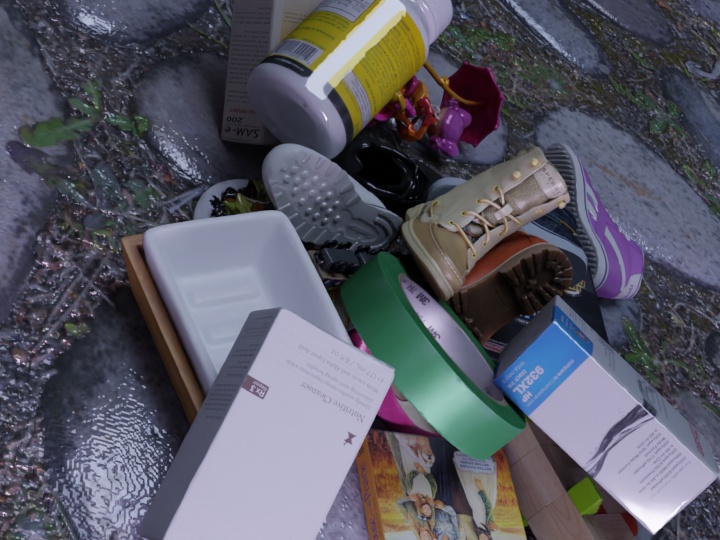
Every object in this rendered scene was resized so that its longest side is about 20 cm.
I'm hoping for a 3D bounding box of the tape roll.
[{"bbox_3d":[0.065,0.074,1.351,0.200,0.048,0.200,48,11,-12],"label":"tape roll"}]

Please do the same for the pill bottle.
[{"bbox_3d":[-0.006,-0.210,1.484,0.114,0.114,0.200,42,66,1],"label":"pill bottle"}]

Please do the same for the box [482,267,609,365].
[{"bbox_3d":[0.170,0.050,1.609,0.200,0.050,0.199,20,40,-26],"label":"box"}]

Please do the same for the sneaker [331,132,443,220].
[{"bbox_3d":[0.031,-0.090,1.561,0.200,0.076,0.091,17,-2,-44],"label":"sneaker"}]

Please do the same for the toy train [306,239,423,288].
[{"bbox_3d":[0.000,0.000,1.434,0.034,0.046,0.200,62,21,17],"label":"toy train"}]

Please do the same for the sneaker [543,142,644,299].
[{"bbox_3d":[0.270,-0.052,1.796,0.114,0.073,0.201,14,54,-39],"label":"sneaker"}]

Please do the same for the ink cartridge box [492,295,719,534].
[{"bbox_3d":[0.223,0.129,1.406,0.200,0.084,0.145,44,11,1],"label":"ink cartridge box"}]

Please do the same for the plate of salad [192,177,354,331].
[{"bbox_3d":[-0.066,-0.016,1.457,0.200,0.048,0.200,24,39,-22],"label":"plate of salad"}]

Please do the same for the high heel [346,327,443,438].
[{"bbox_3d":[0.052,0.109,1.392,0.200,0.096,0.067,25,38,-21],"label":"high heel"}]

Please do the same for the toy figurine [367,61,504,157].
[{"bbox_3d":[0.078,-0.198,1.735,0.184,0.150,0.200,36,57,-24],"label":"toy figurine"}]

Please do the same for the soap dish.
[{"bbox_3d":[-0.101,0.049,1.303,0.157,0.081,0.200,-10,59,-31],"label":"soap dish"}]

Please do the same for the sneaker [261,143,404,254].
[{"bbox_3d":[-0.040,-0.072,1.445,0.081,0.076,0.200,49,7,35],"label":"sneaker"}]

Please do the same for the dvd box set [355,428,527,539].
[{"bbox_3d":[0.077,0.232,1.326,0.146,0.029,0.200,10,45,-22],"label":"dvd box set"}]

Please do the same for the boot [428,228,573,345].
[{"bbox_3d":[0.099,0.022,1.503,0.075,0.200,0.107,68,-7,-29],"label":"boot"}]

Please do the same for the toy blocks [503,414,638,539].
[{"bbox_3d":[0.208,0.220,1.440,0.137,0.100,0.200,10,45,-53],"label":"toy blocks"}]

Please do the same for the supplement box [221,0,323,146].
[{"bbox_3d":[-0.065,-0.224,1.556,0.126,0.200,0.073,1,7,-42],"label":"supplement box"}]

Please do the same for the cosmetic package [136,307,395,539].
[{"bbox_3d":[-0.072,0.140,1.171,0.113,0.081,0.200,29,74,-18],"label":"cosmetic package"}]

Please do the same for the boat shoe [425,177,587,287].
[{"bbox_3d":[0.149,-0.057,1.611,0.200,0.071,0.091,29,34,-23],"label":"boat shoe"}]

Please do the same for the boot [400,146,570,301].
[{"bbox_3d":[0.121,-0.049,1.443,0.073,0.155,0.200,61,9,-12],"label":"boot"}]
